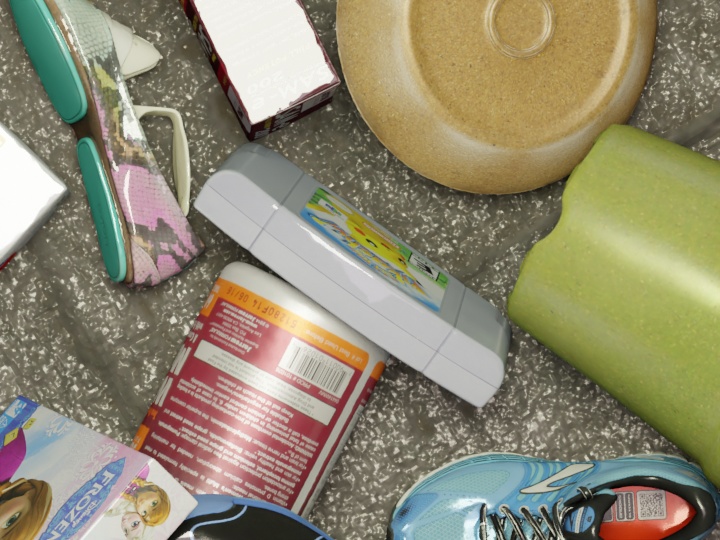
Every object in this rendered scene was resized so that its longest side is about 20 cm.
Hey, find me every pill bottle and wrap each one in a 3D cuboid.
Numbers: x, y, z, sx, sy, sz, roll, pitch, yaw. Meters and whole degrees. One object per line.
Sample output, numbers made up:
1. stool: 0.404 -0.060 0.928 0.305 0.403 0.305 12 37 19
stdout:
1. pill bottle: -0.073 0.105 1.587 0.109 0.110 0.200 28 86 -2

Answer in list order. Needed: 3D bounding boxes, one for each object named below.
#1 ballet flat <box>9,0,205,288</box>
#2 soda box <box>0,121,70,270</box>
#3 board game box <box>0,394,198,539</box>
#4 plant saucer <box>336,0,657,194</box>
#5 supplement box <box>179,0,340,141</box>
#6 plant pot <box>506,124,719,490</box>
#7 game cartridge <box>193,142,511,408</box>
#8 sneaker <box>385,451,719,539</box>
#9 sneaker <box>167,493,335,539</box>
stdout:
1. ballet flat: -0.142 -0.090 1.617 0.071 0.069 0.200 -21 94 -22
2. soda box: -0.258 0.003 1.602 0.068 0.064 0.200 43 87 -2
3. board game box: -0.204 0.169 1.518 0.200 0.199 0.041 -49 116 -14
4. plant saucer: 0.086 -0.142 1.585 0.200 0.035 0.201 -2 97 -20
5. supplement box: -0.082 -0.179 1.597 0.061 0.109 0.200 -27 89 -4
6. plant pot: 0.191 0.015 1.580 0.184 0.200 0.201 29 86 9
7. game cartridge: 0.000 0.000 1.583 0.200 0.133 0.041 35 105 -2
8. sneaker: 0.113 0.140 1.606 0.199 0.090 0.079 -9 89 -4
9. sneaker: -0.023 0.182 1.513 0.200 0.078 0.070 22 99 -17
